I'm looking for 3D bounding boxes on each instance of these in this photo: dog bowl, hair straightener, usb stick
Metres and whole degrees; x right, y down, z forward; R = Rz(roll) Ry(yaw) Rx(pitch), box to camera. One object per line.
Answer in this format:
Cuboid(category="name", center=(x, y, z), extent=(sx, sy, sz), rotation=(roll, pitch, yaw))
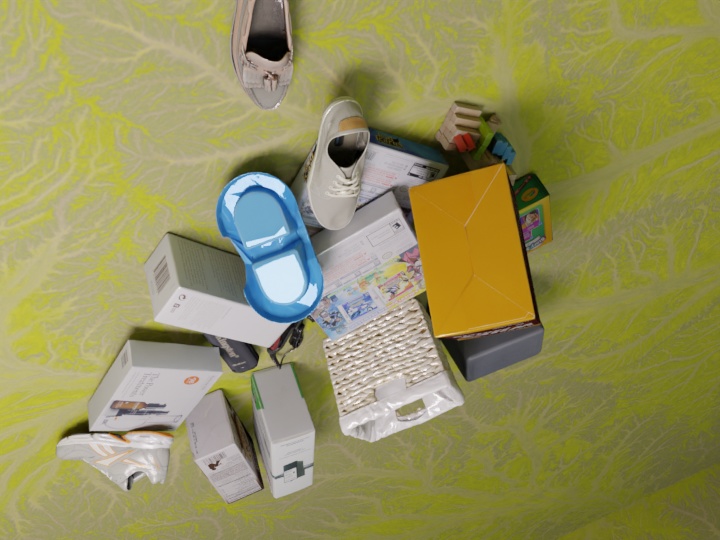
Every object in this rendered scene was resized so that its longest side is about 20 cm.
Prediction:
Cuboid(category="dog bowl", center=(-0.115, -0.033, 0.972), extent=(0.109, 0.050, 0.205), rotation=(-18, 104, 9))
Cuboid(category="hair straightener", center=(-0.105, 0.095, 1.210), extent=(0.075, 0.041, 0.203), rotation=(-4, 136, -25))
Cuboid(category="usb stick", center=(-0.214, 0.103, 1.164), extent=(0.054, 0.033, 0.202), rotation=(-24, 142, -2))

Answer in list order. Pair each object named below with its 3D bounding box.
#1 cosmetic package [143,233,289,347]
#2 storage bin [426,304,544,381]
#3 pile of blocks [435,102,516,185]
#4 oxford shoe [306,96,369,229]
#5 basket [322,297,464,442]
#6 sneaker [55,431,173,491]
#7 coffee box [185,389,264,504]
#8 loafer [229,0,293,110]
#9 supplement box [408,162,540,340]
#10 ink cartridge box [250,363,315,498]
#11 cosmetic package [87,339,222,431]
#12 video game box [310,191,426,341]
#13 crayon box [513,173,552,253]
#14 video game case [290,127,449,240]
Cuboid(category="cosmetic package", center=(-0.197, 0.032, 1.038), extent=(0.197, 0.103, 0.071), rotation=(20, 125, -42))
Cuboid(category="storage bin", center=(0.236, 0.098, 1.333), extent=(0.195, 0.136, 0.147), rotation=(-20, 142, -8))
Cuboid(category="pile of blocks", center=(0.190, -0.167, 1.064), extent=(0.082, 0.063, 0.198), rotation=(-41, 140, 18))
Cuboid(category="oxford shoe", center=(-0.026, -0.121, 0.928), extent=(0.073, 0.058, 0.203), rotation=(-13, 141, -20))
Cuboid(category="basket", center=(0.055, 0.175, 1.247), extent=(0.194, 0.164, 0.200), rotation=(-24, 159, 7))
Cuboid(category="sneaker", center=(-0.406, 0.312, 1.201), extent=(0.194, 0.095, 0.076), rotation=(-2, 166, 5))
Cuboid(category="coffee box", center=(-0.245, 0.322, 1.329), extent=(0.078, 0.115, 0.202), rotation=(-20, 142, -6))
Cuboid(category="loafer", center=(-0.105, -0.254, 0.798), extent=(0.070, 0.064, 0.203), rotation=(-12, 140, -15))
Cuboid(category="supplement box", center=(0.165, -0.014, 1.023), extent=(0.129, 0.203, 0.200), rotation=(-12, 171, 15))
Cuboid(category="ink cartridge box", center=(-0.141, 0.291, 1.327), extent=(0.081, 0.149, 0.203), rotation=(-13, 141, -17))
Cuboid(category="cosmetic package", center=(-0.326, 0.187, 1.161), extent=(0.148, 0.053, 0.200), rotation=(7, 140, -37))
Cuboid(category="video game box", center=(0.000, 0.000, 1.075), extent=(0.197, 0.047, 0.183), rotation=(-28, 135, 7))
Cuboid(category="crayon box", center=(0.215, -0.060, 1.202), extent=(0.196, 0.059, 0.120), rotation=(-26, 142, -1))
Cuboid(category="video game case", center=(0.000, -0.109, 1.036), extent=(0.196, 0.046, 0.183), rotation=(9, 128, -36))
